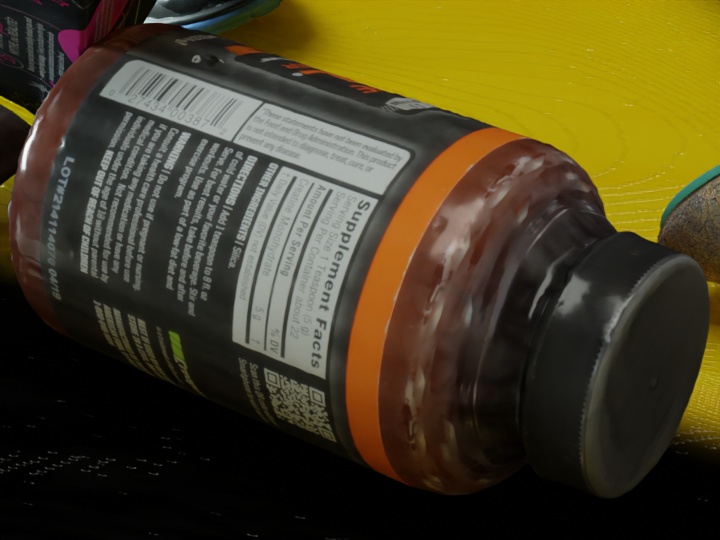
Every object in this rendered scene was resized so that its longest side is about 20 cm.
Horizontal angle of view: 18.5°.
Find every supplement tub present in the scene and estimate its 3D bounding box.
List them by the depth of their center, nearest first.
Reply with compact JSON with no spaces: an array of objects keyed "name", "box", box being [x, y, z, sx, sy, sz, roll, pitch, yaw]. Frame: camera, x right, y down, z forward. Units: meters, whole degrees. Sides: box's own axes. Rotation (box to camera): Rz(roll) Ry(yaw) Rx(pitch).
[{"name":"supplement tub","box":[0.000,0.000,0.651,0.199,0.108,0.107,21,47,29]}]

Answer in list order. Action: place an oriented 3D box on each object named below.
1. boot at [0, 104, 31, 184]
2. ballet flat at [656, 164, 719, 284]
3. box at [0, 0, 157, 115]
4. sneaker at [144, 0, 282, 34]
[{"name":"boot","box":[-0.169,-0.006,0.710,0.166,0.073,0.199,-35,43,-26]},{"name":"ballet flat","box":[0.191,-0.019,0.678,0.198,0.068,0.068,-17,56,-9]},{"name":"box","box":[-0.105,-0.146,0.705,0.114,0.200,0.133,30,77,-3]},{"name":"sneaker","box":[-0.092,-0.151,0.863,0.070,0.083,0.199,-30,47,-26]}]
